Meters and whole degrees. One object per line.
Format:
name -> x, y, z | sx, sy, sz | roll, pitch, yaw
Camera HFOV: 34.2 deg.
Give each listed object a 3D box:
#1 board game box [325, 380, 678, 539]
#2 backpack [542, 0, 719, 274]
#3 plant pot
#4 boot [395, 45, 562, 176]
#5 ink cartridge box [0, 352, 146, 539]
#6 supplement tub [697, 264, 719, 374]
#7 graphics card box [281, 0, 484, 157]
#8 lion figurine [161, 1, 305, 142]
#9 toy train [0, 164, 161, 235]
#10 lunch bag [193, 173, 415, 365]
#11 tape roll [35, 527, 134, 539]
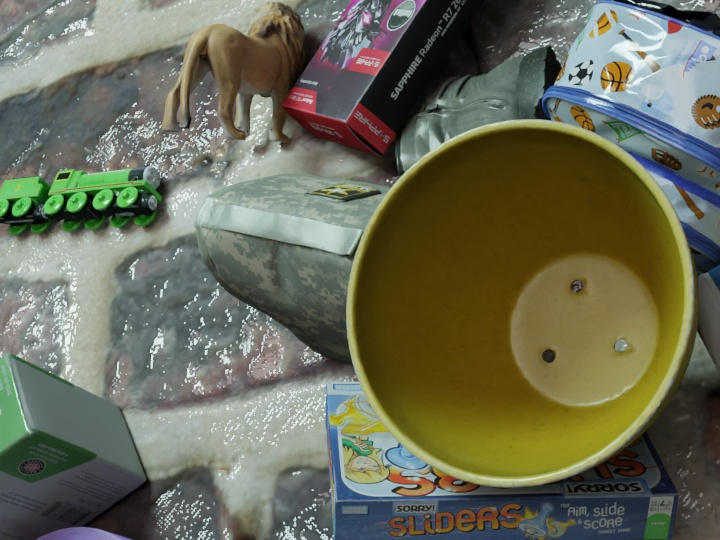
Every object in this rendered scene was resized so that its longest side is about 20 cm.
board game box -> 0.080, 0.116, 0.729 | 0.199, 0.035, 0.135 | -1, 25, -4
backpack -> 0.205, -0.088, 0.755 | 0.200, 0.190, 0.154 | 23, 80, 34
plant pot -> 0.113, 0.028, 0.691 | 0.199, 0.142, 0.201 | -6, 77, 28
boot -> 0.086, -0.082, 0.895 | 0.130, 0.068, 0.200 | -11, 47, 29
ink cartridge box -> -0.302, 0.175, 0.948 | 0.200, 0.145, 0.088 | -38, 54, 10
supplement tub -> 0.306, 0.025, 0.674 | 0.200, 0.145, 0.145 | -31, 56, 14
graphics card box -> 0.028, -0.197, 0.970 | 0.200, 0.051, 0.125 | -56, 30, -4
lion figurine -> -0.101, -0.173, 0.988 | 0.072, 0.200, 0.123 | 9, 99, 15
toy train -> -0.270, -0.069, 1.112 | 0.199, 0.042, 0.057 | -3, 56, 29
lunch bag -> 0.000, 0.000, 0.825 | 0.164, 0.200, 0.118 | 14, 76, 34
tape roll -> -0.212, 0.301, 0.889 | 0.200, 0.066, 0.201 | -12, 63, 24
